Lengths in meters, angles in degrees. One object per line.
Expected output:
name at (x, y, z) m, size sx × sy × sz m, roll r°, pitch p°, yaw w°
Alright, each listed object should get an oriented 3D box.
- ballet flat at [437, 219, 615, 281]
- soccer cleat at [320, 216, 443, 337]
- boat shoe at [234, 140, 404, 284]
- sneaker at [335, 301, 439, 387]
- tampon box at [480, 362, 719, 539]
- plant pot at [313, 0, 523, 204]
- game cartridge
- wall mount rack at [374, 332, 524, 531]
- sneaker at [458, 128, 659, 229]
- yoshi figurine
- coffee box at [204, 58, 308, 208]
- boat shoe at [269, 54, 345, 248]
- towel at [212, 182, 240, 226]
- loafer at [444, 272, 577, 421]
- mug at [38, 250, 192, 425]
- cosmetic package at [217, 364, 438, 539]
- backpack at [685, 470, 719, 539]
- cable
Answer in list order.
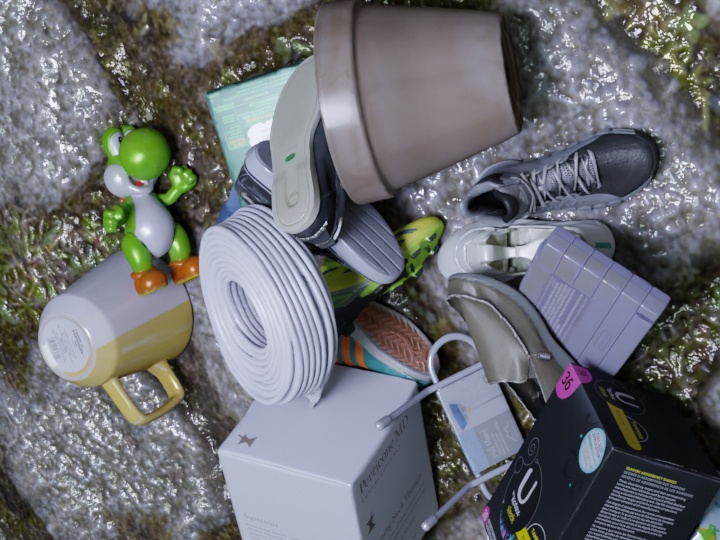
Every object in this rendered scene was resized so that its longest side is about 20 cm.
ballet flat at (0.157, -0.022, 1.338) m, size 0.199 × 0.069 × 0.070 m, roll -4°, pitch 105°, yaw 30°
soccer cleat at (-0.001, 0.000, 1.399) m, size 0.200 × 0.065 × 0.084 m, roll -40°, pitch 67°, yaw 2°
boat shoe at (-0.043, -0.050, 1.352) m, size 0.200 × 0.072 × 0.071 m, roll 41°, pitch 133°, yaw 4°
sneaker at (-0.003, 0.080, 1.467) m, size 0.199 × 0.071 × 0.080 m, roll 32°, pitch 131°, yaw 17°
tampon box at (0.229, 0.223, 1.285) m, size 0.126 × 0.150 × 0.201 m, roll 18°, pitch 113°, yaw -18°
plant pot at (0.064, -0.175, 1.283) m, size 0.172 × 0.200 × 0.201 m, roll -7°, pitch 103°, yaw 14°
game cartridge at (0.215, 0.038, 1.282) m, size 0.129 × 0.038 × 0.200 m, roll 38°, pitch 157°, yaw 11°
wall mount rack at (0.110, 0.173, 1.385) m, size 0.173 × 0.075 × 0.201 m, roll -26°, pitch 94°, yaw -8°
sneaker at (0.185, -0.077, 1.275) m, size 0.199 × 0.115 × 0.075 m, roll -15°, pitch 99°, yaw 32°
yoshi figurine at (-0.243, -0.080, 1.524) m, size 0.111 × 0.112 × 0.201 m, roll -20°, pitch 88°, yaw 14°
coffee box at (-0.077, -0.111, 1.395) m, size 0.122 × 0.044 × 0.201 m, roll -15°, pitch 100°, yaw 15°
boat shoe at (-0.046, -0.119, 1.302) m, size 0.072 × 0.067 × 0.201 m, roll -21°, pitch 58°, yaw 38°
towel at (-0.101, -0.058, 1.480) m, size 0.111 × 0.049 × 0.201 m, roll 31°, pitch 117°, yaw 11°
loafer at (0.153, 0.082, 1.321) m, size 0.200 × 0.070 × 0.075 m, roll 45°, pitch 155°, yaw -16°
mug at (-0.289, 0.076, 1.570) m, size 0.186 × 0.153 × 0.150 m, roll 32°, pitch 119°, yaw 15°
cosmetic package at (-0.031, 0.232, 1.441) m, size 0.165 × 0.168 × 0.201 m, roll 10°, pitch 130°, yaw 27°
backpack at (0.338, 0.294, 1.305) m, size 0.153 × 0.163 × 0.201 m, roll 14°, pitch 107°, yaw 15°
cable at (-0.098, 0.037, 1.338) m, size 0.201 × 0.069 × 0.200 m, roll 57°, pitch 151°, yaw 17°
